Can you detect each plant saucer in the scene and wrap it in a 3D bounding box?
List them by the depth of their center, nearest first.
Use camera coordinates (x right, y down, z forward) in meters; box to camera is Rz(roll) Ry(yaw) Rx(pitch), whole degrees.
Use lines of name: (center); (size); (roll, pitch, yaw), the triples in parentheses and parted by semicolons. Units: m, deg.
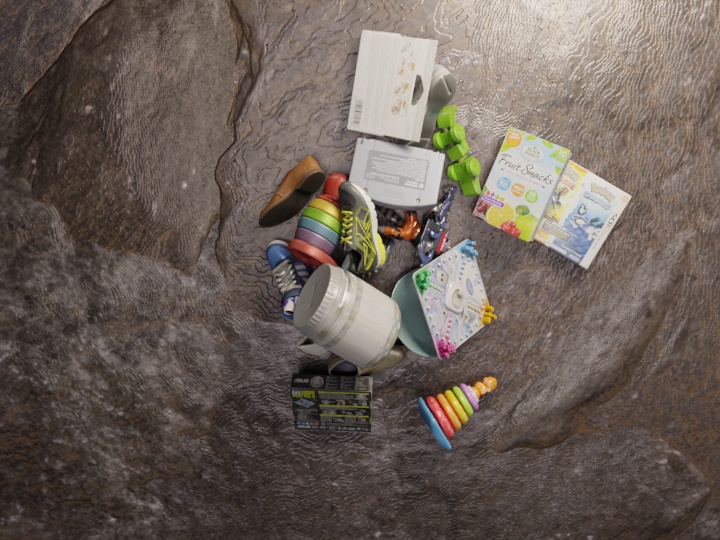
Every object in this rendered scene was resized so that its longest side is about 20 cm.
plant saucer: (0.154, 0.097, 1.238); (0.195, 0.039, 0.208); (4, 75, -16)

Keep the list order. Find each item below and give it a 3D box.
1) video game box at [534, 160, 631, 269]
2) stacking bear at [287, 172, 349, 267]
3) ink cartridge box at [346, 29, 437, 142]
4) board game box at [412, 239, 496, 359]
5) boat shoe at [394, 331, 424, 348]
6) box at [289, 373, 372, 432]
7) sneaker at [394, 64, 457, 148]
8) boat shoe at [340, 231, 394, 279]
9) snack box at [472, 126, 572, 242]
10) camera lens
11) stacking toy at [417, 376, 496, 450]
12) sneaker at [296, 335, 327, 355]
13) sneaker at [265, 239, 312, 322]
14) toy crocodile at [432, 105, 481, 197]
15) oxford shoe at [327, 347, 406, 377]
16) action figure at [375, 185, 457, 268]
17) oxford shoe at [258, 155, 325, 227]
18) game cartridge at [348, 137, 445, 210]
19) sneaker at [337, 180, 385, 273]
video game box: (0.466, -0.132, 1.196); (0.196, 0.047, 0.186); (27, 101, -4)
stacking bear: (-0.073, -0.116, 1.181); (0.119, 0.114, 0.205); (18, 78, 31)
ink cartridge box: (0.068, -0.384, 1.128); (0.169, 0.043, 0.206); (15, 104, 19)
board game box: (0.217, 0.061, 1.198); (0.197, 0.026, 0.205); (-29, 106, -34)
boat shoe: (0.059, 0.145, 1.270); (0.193, 0.065, 0.074); (7, 105, 2)
box: (-0.067, 0.321, 1.296); (0.193, 0.045, 0.164); (1, 129, 2)
sneaker: (0.132, -0.343, 1.154); (0.069, 0.081, 0.202); (13, 127, -32)
boat shoe: (0.000, 0.000, 1.235); (0.089, 0.071, 0.204); (27, 102, -2)
snack box: (0.345, -0.183, 1.158); (0.140, 0.053, 0.205); (28, 104, 23)
camera lens: (-0.024, 0.098, 1.131); (0.197, 0.161, 0.162); (31, 104, -24)
stacking toy: (0.243, 0.316, 1.293); (0.197, 0.110, 0.117); (-34, 116, -1)
sneaker: (-0.067, 0.125, 1.244); (0.200, 0.088, 0.076); (-46, 60, 16)
sneaker: (-0.156, 0.035, 1.208); (0.080, 0.147, 0.202); (-32, 102, 18)
toy crocodile: (0.216, -0.257, 1.174); (0.067, 0.061, 0.204); (-13, 108, 48)
oxford shoe: (0.016, 0.223, 1.286); (0.194, 0.074, 0.073); (-14, 103, 6)
action figure: (0.134, -0.113, 1.210); (0.191, 0.104, 0.203); (35, 75, -13)
oxford shoe: (-0.162, -0.175, 1.214); (0.199, 0.071, 0.072); (-40, 60, 19)
game cartridge: (0.074, -0.201, 1.148); (0.194, 0.041, 0.137); (12, 77, 5)
sneaker: (-0.008, -0.085, 1.127); (0.084, 0.074, 0.205); (-34, 113, -31)
